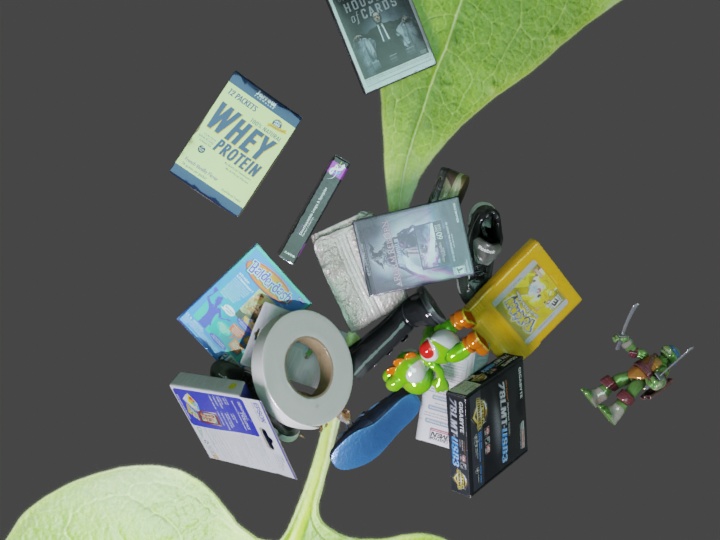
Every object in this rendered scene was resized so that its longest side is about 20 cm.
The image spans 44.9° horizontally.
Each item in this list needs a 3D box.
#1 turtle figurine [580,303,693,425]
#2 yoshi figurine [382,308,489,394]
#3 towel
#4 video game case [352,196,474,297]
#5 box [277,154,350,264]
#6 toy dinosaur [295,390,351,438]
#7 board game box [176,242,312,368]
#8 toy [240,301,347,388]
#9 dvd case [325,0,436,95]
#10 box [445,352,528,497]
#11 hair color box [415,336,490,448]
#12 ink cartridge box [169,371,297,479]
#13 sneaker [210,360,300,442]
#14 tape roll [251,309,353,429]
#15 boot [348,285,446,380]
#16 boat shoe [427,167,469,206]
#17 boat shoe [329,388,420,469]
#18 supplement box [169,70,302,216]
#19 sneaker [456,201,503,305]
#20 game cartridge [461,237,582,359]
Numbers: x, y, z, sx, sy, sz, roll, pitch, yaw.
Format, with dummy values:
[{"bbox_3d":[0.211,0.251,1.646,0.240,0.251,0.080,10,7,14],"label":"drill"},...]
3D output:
[{"bbox_3d":[0.511,0.182,1.657,0.194,0.200,0.144,-41,64,1],"label":"turtle figurine"},{"bbox_3d":[0.136,0.160,1.581,0.199,0.113,0.112,-34,102,17],"label":"yoshi figurine"},{"bbox_3d":[0.000,0.000,1.627,0.132,0.034,0.202,-25,97,-5],"label":"towel"},{"bbox_3d":[0.096,-0.042,1.588,0.198,0.019,0.144,-13,94,7],"label":"video game case"},{"bbox_3d":[-0.086,-0.107,1.553,0.036,0.143,0.201,28,89,-7],"label":"box"},{"bbox_3d":[-0.115,0.248,1.625,0.199,0.060,0.107,29,77,-11],"label":"toy dinosaur"},{"bbox_3d":[-0.211,0.072,1.596,0.200,0.045,0.152,-42,99,-2],"label":"board game box"},{"bbox_3d":[-0.124,0.136,1.576,0.199,0.047,0.116,24,86,-35],"label":"toy"},{"bbox_3d":[0.037,-0.446,1.608,0.149,0.025,0.202,-24,97,-6],"label":"dvd case"},{"bbox_3d":[0.235,0.279,1.597,0.198,0.049,0.202,-21,113,-44],"label":"box"},{"bbox_3d":[0.172,0.226,1.629,0.098,0.060,0.202,10,93,34],"label":"hair color box"},{"bbox_3d":[-0.211,0.267,1.513,0.198,0.047,0.199,4,130,28],"label":"ink cartridge box"},{"bbox_3d":[-0.172,0.215,1.532,0.200,0.091,0.067,40,46,-4],"label":"sneaker"},{"bbox_3d":[-0.098,0.170,1.504,0.202,0.037,0.205,15,68,-39],"label":"tape roll"},{"bbox_3d":[0.055,0.119,1.564,0.199,0.165,0.066,-38,94,4],"label":"boot"},{"bbox_3d":[0.135,-0.096,1.627,0.064,0.073,0.201,30,99,18],"label":"boat shoe"},{"bbox_3d":[0.027,0.299,1.636,0.199,0.069,0.085,-32,110,-9],"label":"boat shoe"},{"bbox_3d":[-0.212,-0.210,1.500,0.134,0.200,0.201,33,89,-8],"label":"supplement box"},{"bbox_3d":[0.224,-0.029,1.627,0.066,0.090,0.202,9,92,-7],"label":"sneaker"},{"bbox_3d":[0.304,0.068,1.647,0.200,0.032,0.176,-46,118,-4],"label":"game cartridge"}]
